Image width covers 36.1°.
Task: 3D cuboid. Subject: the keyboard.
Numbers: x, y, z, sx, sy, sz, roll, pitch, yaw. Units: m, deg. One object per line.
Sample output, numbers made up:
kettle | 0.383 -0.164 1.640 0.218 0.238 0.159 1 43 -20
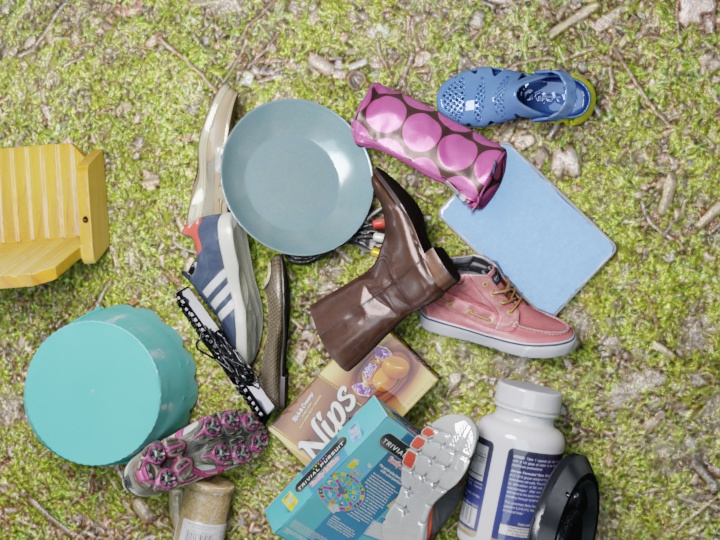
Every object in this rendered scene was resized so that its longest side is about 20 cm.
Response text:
keyboard | -0.181 0.109 1.391 0.039 0.104 0.201 -34 78 -22

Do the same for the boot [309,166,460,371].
boot | 0.000 0.000 1.357 0.199 0.064 0.187 -38 67 20

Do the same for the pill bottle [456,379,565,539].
pill bottle | 0.189 0.241 1.356 0.110 0.111 0.202 11 93 7

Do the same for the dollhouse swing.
dollhouse swing | -0.444 -0.071 1.394 0.197 0.176 0.184 -4 91 8

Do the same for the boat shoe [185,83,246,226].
boat shoe | -0.174 -0.135 1.414 0.064 0.072 0.202 12 99 1

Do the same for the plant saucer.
plant saucer | -0.082 -0.114 1.392 0.199 0.039 0.204 4 78 -17

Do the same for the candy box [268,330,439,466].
candy box | -0.008 0.167 1.406 0.117 0.056 0.200 44 95 3

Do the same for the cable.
cable | -0.003 -0.048 1.403 0.197 0.050 0.098 3 87 7

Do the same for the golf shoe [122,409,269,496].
golf shoe | -0.210 0.228 1.396 0.092 0.199 0.073 -31 76 51

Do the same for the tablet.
tablet | 0.210 -0.050 1.394 0.200 0.014 0.130 44 96 3

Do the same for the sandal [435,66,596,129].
sandal | 0.190 -0.215 1.357 0.197 0.087 0.081 -3 93 9

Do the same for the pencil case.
pencil case | 0.081 -0.151 1.360 0.199 0.091 0.094 29 69 14

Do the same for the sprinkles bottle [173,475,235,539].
sprinkles bottle | -0.213 0.368 1.431 0.067 0.068 0.202 12 93 7

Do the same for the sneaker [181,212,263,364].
sneaker | -0.179 0.025 1.406 0.084 0.075 0.202 -3 106 14

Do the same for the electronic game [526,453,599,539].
electronic game | 0.237 0.317 1.314 0.041 0.199 0.202 11 93 30

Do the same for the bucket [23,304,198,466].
bucket | -0.318 0.148 1.404 0.205 0.135 0.210 0 90 8

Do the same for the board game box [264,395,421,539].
board game box | 0.003 0.271 1.372 0.200 0.047 0.151 -47 125 5

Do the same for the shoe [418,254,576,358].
shoe | 0.172 0.042 1.360 0.198 0.072 0.092 12 119 11

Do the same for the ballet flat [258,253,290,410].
ballet flat | -0.115 0.079 1.415 0.046 0.067 0.203 2 98 4

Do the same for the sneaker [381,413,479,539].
sneaker | 0.093 0.258 1.348 0.077 0.082 0.201 37 110 29
